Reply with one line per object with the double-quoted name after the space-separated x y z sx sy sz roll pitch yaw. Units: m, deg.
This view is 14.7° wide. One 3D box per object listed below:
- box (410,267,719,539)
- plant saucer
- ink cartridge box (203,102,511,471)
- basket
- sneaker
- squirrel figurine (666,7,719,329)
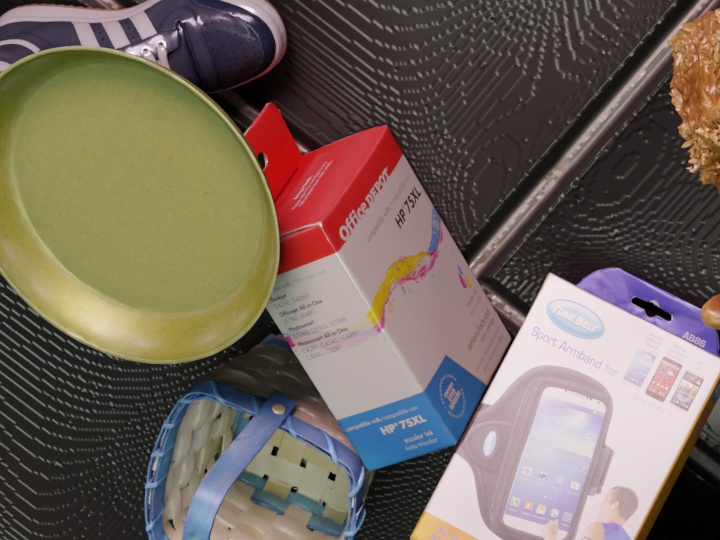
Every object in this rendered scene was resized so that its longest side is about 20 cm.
0.127 0.096 1.610 0.119 0.041 0.201 26 85 16 "box"
-0.130 -0.041 1.573 0.199 0.031 0.201 13 124 19 "plant saucer"
0.000 0.000 1.632 0.067 0.116 0.201 -19 113 32 "ink cartridge box"
-0.069 0.150 1.704 0.138 0.200 0.177 22 126 7 "basket"
-0.146 -0.111 1.624 0.199 0.109 0.070 -2 121 24 "sneaker"
0.221 -0.045 1.466 0.141 0.187 0.200 -28 108 34 "squirrel figurine"
